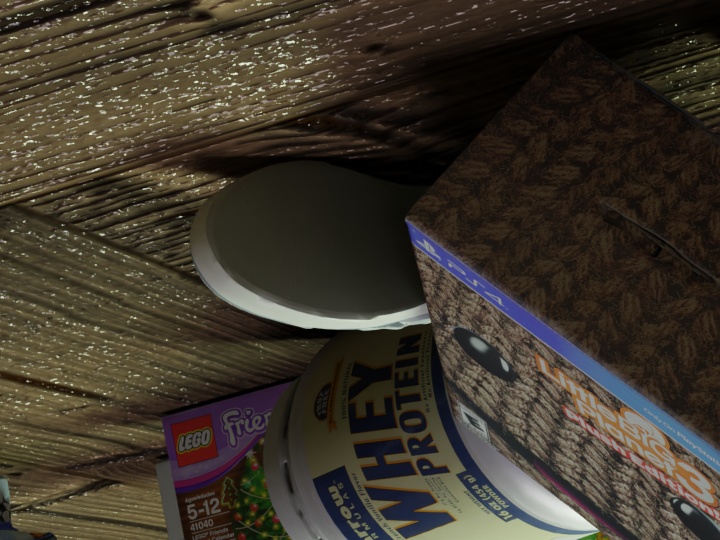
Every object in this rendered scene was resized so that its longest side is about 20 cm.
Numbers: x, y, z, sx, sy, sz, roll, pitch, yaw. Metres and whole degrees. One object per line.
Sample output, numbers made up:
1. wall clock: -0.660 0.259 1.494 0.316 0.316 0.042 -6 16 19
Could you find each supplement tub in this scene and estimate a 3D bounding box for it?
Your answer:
1. supplement tub: 0.054 0.077 1.217 0.145 0.145 0.200 -1 163 -36

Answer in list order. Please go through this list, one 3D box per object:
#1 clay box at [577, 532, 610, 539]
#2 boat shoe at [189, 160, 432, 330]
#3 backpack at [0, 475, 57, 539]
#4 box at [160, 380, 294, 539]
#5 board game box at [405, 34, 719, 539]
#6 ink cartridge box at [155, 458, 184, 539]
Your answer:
1. clay box: 0.156 0.087 1.265 0.048 0.200 0.115 36 147 -17
2. boat shoe: 0.000 -0.001 1.013 0.201 0.070 0.072 -3 158 -44
3. backpack: -0.288 0.203 1.438 0.200 0.154 0.190 9 148 -40
4. box: -0.007 0.126 1.383 0.200 0.137 0.039 -16 166 18
5. board game box: 0.116 0.032 0.931 0.097 0.159 0.200 -47 158 -14
6. ink cartridge box: -0.039 0.209 1.557 0.083 0.200 0.145 -21 164 35
